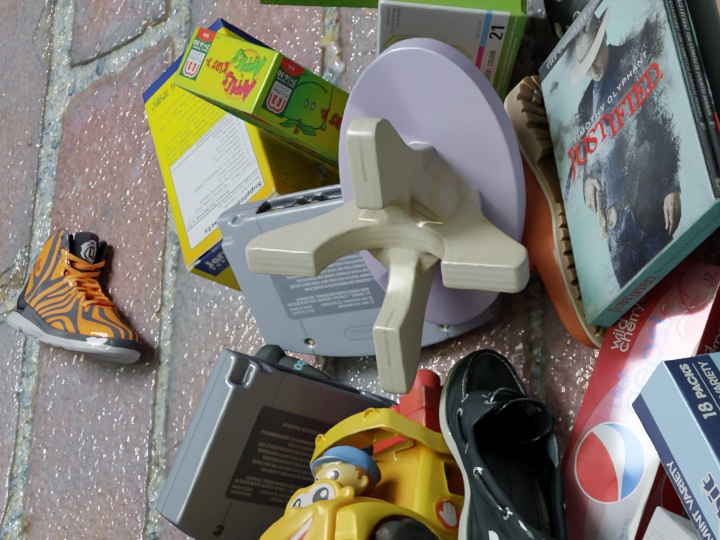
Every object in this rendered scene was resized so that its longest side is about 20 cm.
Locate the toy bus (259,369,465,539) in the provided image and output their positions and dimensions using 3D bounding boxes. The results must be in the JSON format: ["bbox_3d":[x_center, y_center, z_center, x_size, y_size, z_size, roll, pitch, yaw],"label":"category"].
[{"bbox_3d":[0.025,0.153,0.816,0.135,0.199,0.194,-30,50,41],"label":"toy bus"}]

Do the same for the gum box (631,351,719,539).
[{"bbox_3d":[0.259,0.111,0.628,0.045,0.198,0.171,110,147,-48],"label":"gum box"}]

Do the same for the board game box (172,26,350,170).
[{"bbox_3d":[-0.034,-0.115,0.964,0.101,0.199,0.048,25,91,44],"label":"board game box"}]

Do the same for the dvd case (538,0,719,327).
[{"bbox_3d":[0.164,-0.087,0.781,0.146,0.022,0.202,126,146,-54],"label":"dvd case"}]

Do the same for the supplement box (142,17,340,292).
[{"bbox_3d":[-0.095,-0.092,1.074,0.109,0.109,0.202,-38,52,25],"label":"supplement box"}]

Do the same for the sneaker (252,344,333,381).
[{"bbox_3d":[-0.072,0.162,0.981,0.078,0.075,0.202,18,106,9],"label":"sneaker"}]

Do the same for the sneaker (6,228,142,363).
[{"bbox_3d":[-0.267,0.019,1.207,0.199,0.077,0.113,14,85,44],"label":"sneaker"}]

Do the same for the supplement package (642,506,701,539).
[{"bbox_3d":[0.181,0.248,0.664,0.120,0.120,0.202,23,90,2],"label":"supplement package"}]

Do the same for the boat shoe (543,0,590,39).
[{"bbox_3d":[0.159,-0.194,0.910,0.060,0.074,0.201,-44,50,23],"label":"boat shoe"}]

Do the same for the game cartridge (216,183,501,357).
[{"bbox_3d":[0.000,0.000,0.941,0.198,0.135,0.041,-8,24,28],"label":"game cartridge"}]

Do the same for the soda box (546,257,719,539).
[{"bbox_3d":[0.181,0.093,0.790,0.070,0.063,0.202,16,86,44],"label":"soda box"}]

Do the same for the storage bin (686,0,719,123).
[{"bbox_3d":[0.244,-0.127,0.774,0.134,0.145,0.202,-29,56,41],"label":"storage bin"}]

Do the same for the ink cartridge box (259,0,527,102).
[{"bbox_3d":[0.016,-0.192,0.924,0.197,0.148,0.077,4,74,1],"label":"ink cartridge box"}]

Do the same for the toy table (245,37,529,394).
[{"bbox_3d":[0.029,-0.032,0.813,0.182,0.202,0.117,-7,26,28],"label":"toy table"}]

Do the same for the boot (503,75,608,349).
[{"bbox_3d":[0.130,-0.023,0.885,0.107,0.074,0.202,-44,53,45],"label":"boot"}]

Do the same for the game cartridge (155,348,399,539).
[{"bbox_3d":[-0.053,0.138,0.887,0.041,0.199,0.134,28,92,39],"label":"game cartridge"}]

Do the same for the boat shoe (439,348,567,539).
[{"bbox_3d":[0.093,0.109,0.775,0.066,0.074,0.200,-58,14,35],"label":"boat shoe"}]
